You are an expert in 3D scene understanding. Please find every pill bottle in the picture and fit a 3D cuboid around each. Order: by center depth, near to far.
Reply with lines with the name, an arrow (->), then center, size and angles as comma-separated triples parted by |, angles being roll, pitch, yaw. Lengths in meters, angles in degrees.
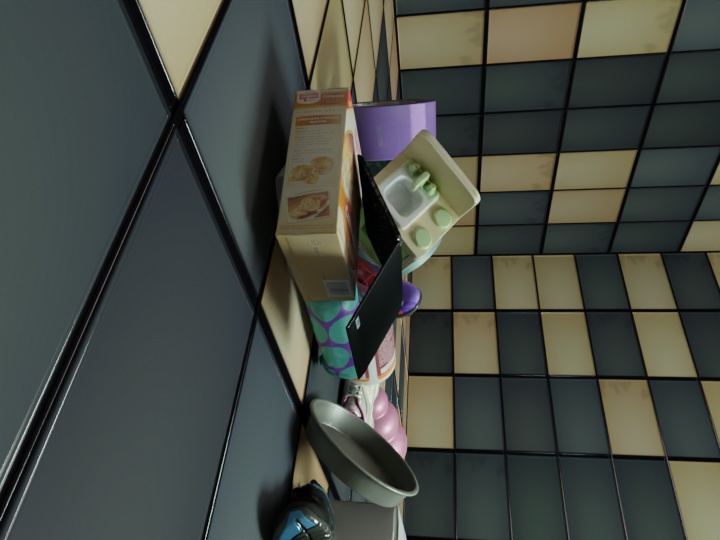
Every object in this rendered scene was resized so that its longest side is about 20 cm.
pill bottle -> 0.005, 0.102, 1.073 | 0.116, 0.110, 0.205 | -80, 167, -50

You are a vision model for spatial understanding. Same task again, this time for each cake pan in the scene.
cake pan -> -0.003, 0.265, 0.846 | 0.037, 0.198, 0.200 | -52, 171, 3

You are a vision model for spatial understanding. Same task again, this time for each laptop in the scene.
laptop -> 0.000, 0.000, 0.736 | 0.179, 0.100, 0.204 | 83, -15, -62

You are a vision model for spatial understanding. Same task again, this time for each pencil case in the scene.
pencil case -> -0.037, 0.070, 0.878 | 0.094, 0.082, 0.204 | -110, -172, -48

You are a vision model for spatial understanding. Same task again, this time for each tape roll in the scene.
tape roll -> 0.037, -0.251, 1.031 | 0.201, 0.192, 0.088 | -67, 155, -69

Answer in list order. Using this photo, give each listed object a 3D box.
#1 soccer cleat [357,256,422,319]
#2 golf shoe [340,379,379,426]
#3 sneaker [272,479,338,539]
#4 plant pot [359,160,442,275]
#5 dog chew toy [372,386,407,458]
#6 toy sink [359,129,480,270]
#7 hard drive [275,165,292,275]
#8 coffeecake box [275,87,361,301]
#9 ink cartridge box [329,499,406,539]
soccer cleat -> 0.007, 0.016, 0.899 | 0.069, 0.196, 0.074 | -51, 136, -21
golf shoe -> -0.004, 0.245, 1.142 | 0.092, 0.073, 0.207 | 55, 34, -69
sneaker -> -0.073, 0.307, 0.730 | 0.202, 0.071, 0.084 | 85, -8, -60
plant pot -> 0.037, -0.113, 1.075 | 0.204, 0.195, 0.163 | -81, 148, -47
dog chew toy -> 0.032, 0.332, 1.251 | 0.126, 0.120, 0.206 | -74, 153, -62
toy sink -> 0.063, -0.086, 0.868 | 0.112, 0.131, 0.200 | -42, -179, -25
hard drive -> -0.076, -0.102, 0.823 | 0.202, 0.025, 0.136 | -76, 164, -61
coffeecake box -> -0.042, -0.090, 0.716 | 0.155, 0.070, 0.206 | 75, 16, -60
ink cartridge box -> -0.002, 0.425, 0.892 | 0.203, 0.139, 0.087 | 78, 15, -52
